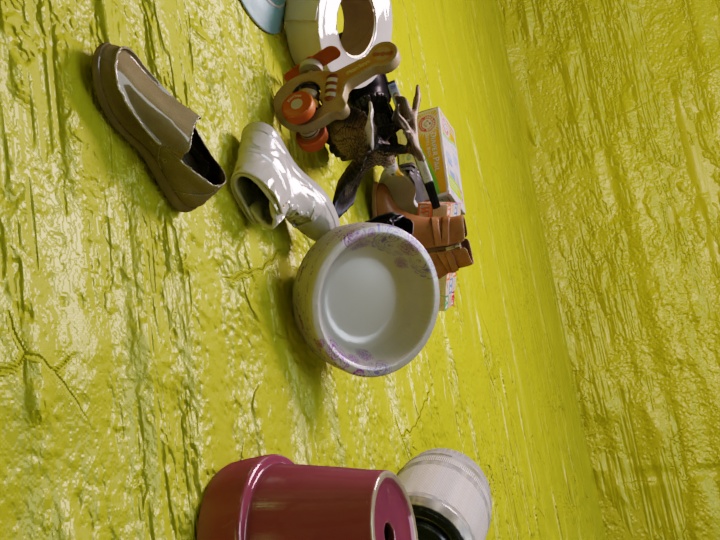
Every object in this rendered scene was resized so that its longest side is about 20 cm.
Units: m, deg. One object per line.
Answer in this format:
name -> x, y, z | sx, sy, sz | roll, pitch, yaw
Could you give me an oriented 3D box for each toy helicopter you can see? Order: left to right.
toy helicopter -> -0.036, -0.271, 1.257 | 0.133, 0.197, 0.079 | 62, 0, 35

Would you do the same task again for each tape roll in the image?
tape roll -> -0.032, -0.394, 1.399 | 0.201, 0.070, 0.207 | -22, 117, -50

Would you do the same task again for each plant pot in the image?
plant pot -> -0.043, 0.284, 0.903 | 0.199, 0.176, 0.204 | -13, 90, -70

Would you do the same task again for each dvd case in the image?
dvd case -> 0.096, -0.220, 1.563 | 0.143, 0.017, 0.204 | 51, 19, -73

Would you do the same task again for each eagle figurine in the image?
eagle figurine -> 0.007, -0.174, 1.326 | 0.153, 0.197, 0.152 | 61, 34, -17

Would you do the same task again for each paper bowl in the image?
paper bowl -> 0.002, 0.037, 1.200 | 0.197, 0.104, 0.206 | -2, 95, -28

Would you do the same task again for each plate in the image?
plate -> -0.150, -0.453, 1.300 | 0.200, 0.025, 0.205 | -14, 91, -69

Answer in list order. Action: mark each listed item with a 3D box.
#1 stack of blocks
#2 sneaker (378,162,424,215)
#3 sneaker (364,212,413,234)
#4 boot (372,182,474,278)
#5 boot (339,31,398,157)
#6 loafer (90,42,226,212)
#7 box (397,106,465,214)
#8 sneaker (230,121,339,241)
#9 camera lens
stack of blocks -> 0.146, -0.028, 1.684 | 0.115, 0.057, 0.205 | -18, 112, -70
sneaker -> 0.075, -0.170, 1.662 | 0.200, 0.069, 0.101 | 51, 29, -60
sneaker -> 0.047, -0.053, 1.456 | 0.199, 0.102, 0.061 | 21, 57, -66
boot -> 0.110, -0.079, 1.567 | 0.074, 0.152, 0.203 | -60, 132, -61
boot -> 0.012, -0.301, 1.554 | 0.211, 0.078, 0.161 | 49, 34, -52
loafer -> -0.202, -0.151, 0.910 | 0.077, 0.066, 0.201 | -83, 151, -44
box -> 0.143, -0.215, 1.815 | 0.112, 0.099, 0.204 | 38, 42, -59
sneaker -> -0.101, -0.080, 1.142 | 0.201, 0.073, 0.117 | 50, 34, -34
camera lens -> 0.102, 0.363, 1.260 | 0.200, 0.157, 0.163 | -36, 110, -68
